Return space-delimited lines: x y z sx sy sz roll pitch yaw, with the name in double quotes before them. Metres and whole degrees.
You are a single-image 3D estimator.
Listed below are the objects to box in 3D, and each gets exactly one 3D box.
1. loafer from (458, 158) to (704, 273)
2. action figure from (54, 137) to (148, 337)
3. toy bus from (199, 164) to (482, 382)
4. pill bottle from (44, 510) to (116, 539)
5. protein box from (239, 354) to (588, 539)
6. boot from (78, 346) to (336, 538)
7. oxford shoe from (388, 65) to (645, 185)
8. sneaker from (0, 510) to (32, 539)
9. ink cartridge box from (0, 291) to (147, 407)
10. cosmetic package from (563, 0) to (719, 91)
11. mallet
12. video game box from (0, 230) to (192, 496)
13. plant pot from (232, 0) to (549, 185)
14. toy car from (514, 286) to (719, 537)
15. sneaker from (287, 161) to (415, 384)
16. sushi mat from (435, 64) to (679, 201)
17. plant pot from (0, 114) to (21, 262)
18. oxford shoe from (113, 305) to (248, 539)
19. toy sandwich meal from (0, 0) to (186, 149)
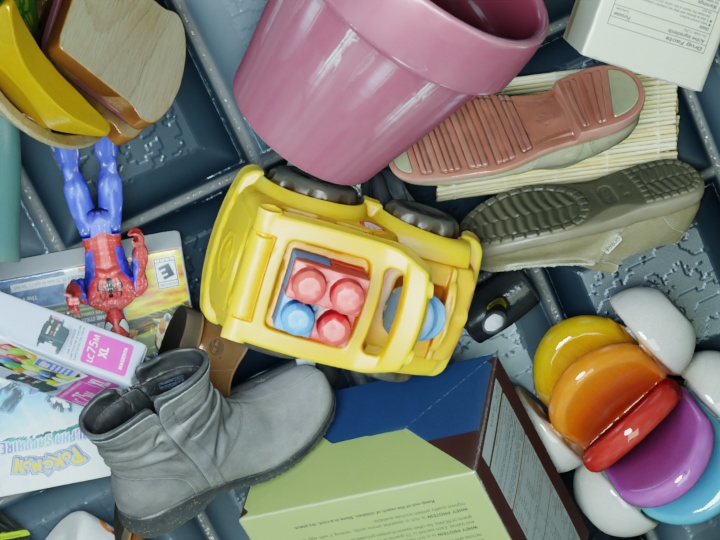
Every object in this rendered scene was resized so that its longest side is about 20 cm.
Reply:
"loafer" 0.175 -0.030 1.705 0.200 0.076 0.067 -12 126 -2
"action figure" -0.195 -0.040 1.607 0.065 0.099 0.200 -10 96 -6
"toy bus" -0.005 0.015 1.560 0.200 0.192 0.136 16 98 -11
"pill bottle" -0.171 0.288 1.752 0.200 0.114 0.114 33 102 -18
"protein box" 0.047 0.199 1.691 0.199 0.135 0.200 -14 124 23
"boot" -0.105 0.103 1.596 0.200 0.070 0.132 -35 140 -24
"oxford shoe" 0.120 -0.094 1.659 0.200 0.071 0.074 -12 153 -1
"sneaker" -0.352 0.198 1.713 0.200 0.075 0.076 41 116 -12
"ink cartridge box" -0.268 0.047 1.599 0.200 0.119 0.042 23 70 -14
"cosmetic package" 0.236 -0.247 1.632 0.105 0.071 0.200 17 104 -12
"mallet" 0.112 0.026 1.658 0.066 0.200 0.041 -36 91 -2
"video game box" -0.223 0.076 1.702 0.200 0.047 0.182 -11 114 -5
"plant pot" 0.008 -0.168 1.579 0.200 0.200 0.179 30 119 -18
"toy car" 0.225 0.127 1.733 0.175 0.150 0.200 -45 110 8
"sneaker" 0.000 0.000 1.690 0.114 0.075 0.200 -3 108 -5
"sushi mat" 0.154 -0.111 1.708 0.200 0.012 0.096 -8 110 -6
"plant pot" -0.333 -0.096 1.547 0.201 0.201 0.161 7 91 -11
"oxford shoe" -0.138 0.129 1.676 0.071 0.071 0.200 17 106 -21
"toy sandwich meal" -0.208 -0.175 1.538 0.070 0.205 0.205 -19 115 30
